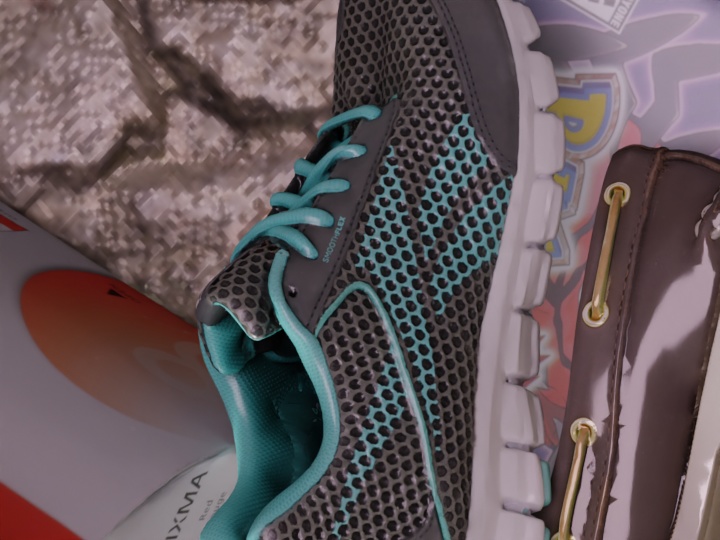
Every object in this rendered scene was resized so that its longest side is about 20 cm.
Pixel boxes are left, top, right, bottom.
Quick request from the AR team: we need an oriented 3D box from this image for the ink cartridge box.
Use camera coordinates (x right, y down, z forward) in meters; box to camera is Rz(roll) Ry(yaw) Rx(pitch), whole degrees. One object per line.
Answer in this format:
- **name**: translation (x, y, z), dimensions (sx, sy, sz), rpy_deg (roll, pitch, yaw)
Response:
- **ink cartridge box**: translation (-0.115, 0.024, 0.739), dimensions (0.162, 0.200, 0.050), rpy_deg (31, 101, 24)

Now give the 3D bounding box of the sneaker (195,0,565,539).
- **sneaker**: translation (0.000, 0.000, 0.724), dimensions (0.077, 0.091, 0.201), rpy_deg (-24, 61, 52)

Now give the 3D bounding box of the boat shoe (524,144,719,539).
- **boat shoe**: translation (0.070, 0.067, 0.741), dimensions (0.059, 0.072, 0.201), rpy_deg (16, 95, 22)

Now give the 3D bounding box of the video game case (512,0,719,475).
- **video game case**: translation (0.079, 0.023, 0.781), dimensions (0.182, 0.023, 0.201), rpy_deg (32, 102, 14)
